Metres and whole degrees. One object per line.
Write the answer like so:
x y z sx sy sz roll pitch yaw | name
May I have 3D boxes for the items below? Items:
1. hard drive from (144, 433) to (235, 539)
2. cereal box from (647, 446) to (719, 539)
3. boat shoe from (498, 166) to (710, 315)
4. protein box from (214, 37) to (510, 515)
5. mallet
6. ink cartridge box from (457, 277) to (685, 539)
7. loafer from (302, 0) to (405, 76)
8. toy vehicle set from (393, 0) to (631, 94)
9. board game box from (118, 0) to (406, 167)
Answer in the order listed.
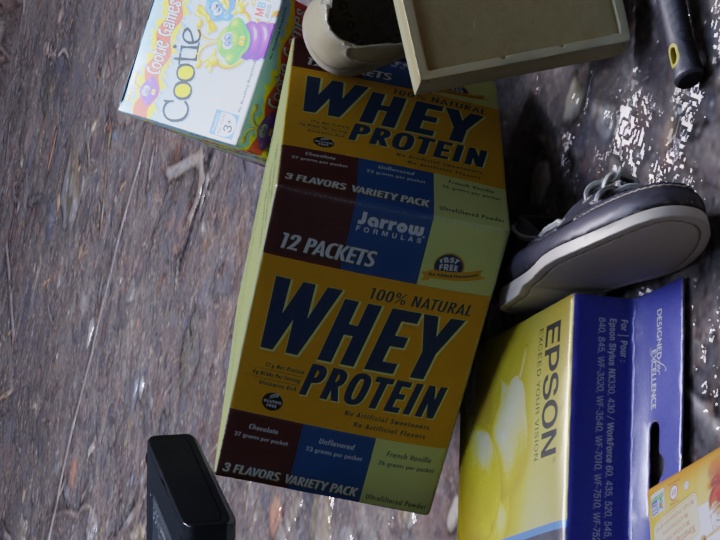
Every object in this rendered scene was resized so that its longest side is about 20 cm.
-0.103 0.217 1.177 0.140 0.033 0.202 -133 43 -67 | hard drive
0.180 0.173 0.860 0.144 0.039 0.202 133 141 -57 | cereal box
0.123 -0.024 1.054 0.200 0.072 0.063 143 130 -68 | boat shoe
0.000 0.000 1.199 0.199 0.134 0.201 -88 10 -59 | protein box
0.157 -0.184 1.089 0.066 0.041 0.202 135 136 -59 | mallet
0.108 0.119 1.072 0.200 0.047 0.200 139 137 -64 | ink cartridge box
0.058 -0.170 1.152 0.076 0.199 0.068 61 -174 -6 | loafer
0.070 -0.208 1.114 0.027 0.123 0.202 116 143 -77 | toy vehicle set
-0.055 -0.124 1.350 0.102 0.200 0.106 18 91 31 | board game box
